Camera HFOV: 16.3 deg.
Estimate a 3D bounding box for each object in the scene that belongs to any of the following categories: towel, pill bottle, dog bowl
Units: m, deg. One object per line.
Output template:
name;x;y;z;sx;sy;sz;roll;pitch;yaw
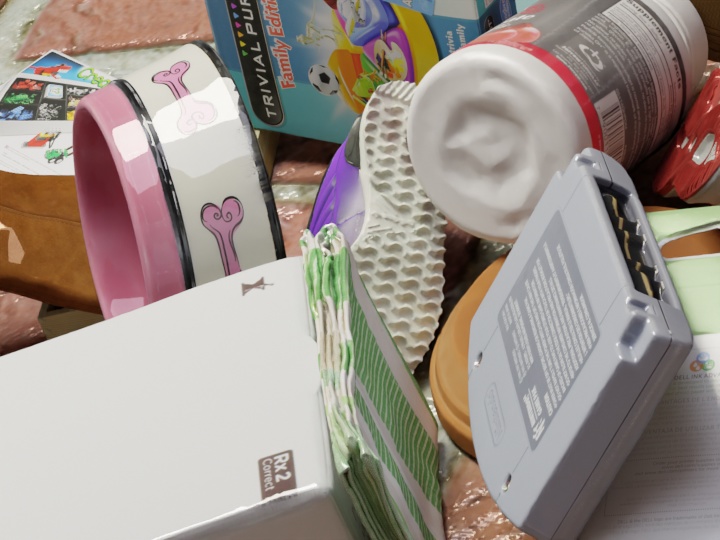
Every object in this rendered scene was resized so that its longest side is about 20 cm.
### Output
towel;0.015;0.084;1.204;0.023;0.153;0.200;-22;32;7
pill bottle;0.119;-0.099;1.418;0.110;0.112;0.200;2;22;33
dog bowl;-0.101;-0.019;1.366;0.073;0.201;0.200;-13;30;-15

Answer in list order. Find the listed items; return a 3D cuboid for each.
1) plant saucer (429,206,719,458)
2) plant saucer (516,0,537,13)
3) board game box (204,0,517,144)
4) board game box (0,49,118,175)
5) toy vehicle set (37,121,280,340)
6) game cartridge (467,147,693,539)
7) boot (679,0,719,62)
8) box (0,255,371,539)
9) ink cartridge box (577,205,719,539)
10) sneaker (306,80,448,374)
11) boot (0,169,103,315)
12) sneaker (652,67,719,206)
plant saucer;0.128;0.028;1.324;0.199;0.038;0.201;-16;33;11
plant saucer;0.111;-0.176;1.627;0.199;0.036;0.201;-16;34;11
board game box;0.000;-0.146;1.518;0.199;0.152;0.047;12;41;31
board game box;-0.191;-0.074;1.610;0.126;0.035;0.200;-38;36;-20
toy vehicle set;-0.122;-0.033;1.568;0.123;0.027;0.201;-13;34;15
game cartridge;0.097;0.038;1.188;0.134;0.040;0.200;-58;17;21
boot;0.276;-0.201;1.528;0.199;0.073;0.156;-15;34;8
box;-0.091;0.122;1.233;0.199;0.131;0.199;-18;33;6
ink cartridge box;0.168;0.065;1.186;0.103;0.059;0.201;-6;51;22
sneaker;0.001;0.000;1.419;0.099;0.069;0.201;-41;30;56
boot;-0.220;0.012;1.458;0.198;0.069;0.189;11;48;-4
sneaker;0.226;-0.045;1.357;0.079;0.115;0.200;-61;2;15
